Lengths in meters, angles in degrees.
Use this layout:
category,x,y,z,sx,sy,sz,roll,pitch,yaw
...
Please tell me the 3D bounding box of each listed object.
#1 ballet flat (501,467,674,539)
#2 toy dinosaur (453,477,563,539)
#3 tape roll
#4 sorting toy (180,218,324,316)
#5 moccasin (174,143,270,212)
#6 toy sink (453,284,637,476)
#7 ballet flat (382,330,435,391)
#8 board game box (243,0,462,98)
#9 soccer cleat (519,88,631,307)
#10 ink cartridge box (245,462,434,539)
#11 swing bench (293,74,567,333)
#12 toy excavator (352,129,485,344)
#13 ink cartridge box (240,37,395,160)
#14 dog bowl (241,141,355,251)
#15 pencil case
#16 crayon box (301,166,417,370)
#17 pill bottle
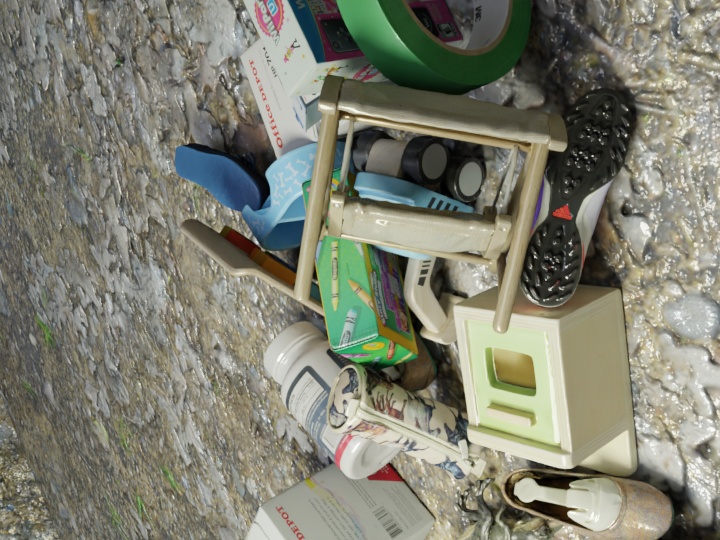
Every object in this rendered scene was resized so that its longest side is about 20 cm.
category,x,y,z,sx,sy,sz,roll,pitch,yaw
ballet flat,0.219,0.236,0.869,0.200,0.067,0.068,-13,60,55
toy dinosaur,0.145,0.298,1.010,0.200,0.047,0.088,-36,59,41
tape roll,0.066,-0.255,0.751,0.048,0.200,0.201,-11,98,52
sorting toy,-0.112,-0.003,1.084,0.185,0.200,0.037,34,95,50
moccasin,-0.185,-0.143,1.213,0.200,0.068,0.081,34,122,35
toy sink,0.182,0.121,0.848,0.130,0.112,0.201,8,112,49
ballet flat,0.021,0.058,1.037,0.200,0.067,0.068,59,144,14
board game box,-0.011,-0.262,0.841,0.064,0.200,0.148,-33,81,52
soccer cleat,0.192,-0.067,0.781,0.068,0.073,0.201,16,98,8
ink cartridge box,-0.034,0.360,1.142,0.145,0.200,0.145,48,137,26
swing bench,0.056,-0.071,0.761,0.198,0.130,0.201,10,121,-1
toy excavator,0.062,-0.031,0.922,0.100,0.194,0.201,18,91,45
ink cartridge box,-0.038,-0.226,0.983,0.200,0.086,0.147,-21,89,51
dog bowl,-0.072,-0.085,1.051,0.200,0.111,0.050,-45,61,54
pencil case,0.052,0.173,0.967,0.089,0.200,0.078,14,79,63
crayon box,0.000,0.000,0.950,0.058,0.119,0.201,-19,67,19
pill bottle,-0.033,0.162,1.120,0.200,0.119,0.120,43,135,31
